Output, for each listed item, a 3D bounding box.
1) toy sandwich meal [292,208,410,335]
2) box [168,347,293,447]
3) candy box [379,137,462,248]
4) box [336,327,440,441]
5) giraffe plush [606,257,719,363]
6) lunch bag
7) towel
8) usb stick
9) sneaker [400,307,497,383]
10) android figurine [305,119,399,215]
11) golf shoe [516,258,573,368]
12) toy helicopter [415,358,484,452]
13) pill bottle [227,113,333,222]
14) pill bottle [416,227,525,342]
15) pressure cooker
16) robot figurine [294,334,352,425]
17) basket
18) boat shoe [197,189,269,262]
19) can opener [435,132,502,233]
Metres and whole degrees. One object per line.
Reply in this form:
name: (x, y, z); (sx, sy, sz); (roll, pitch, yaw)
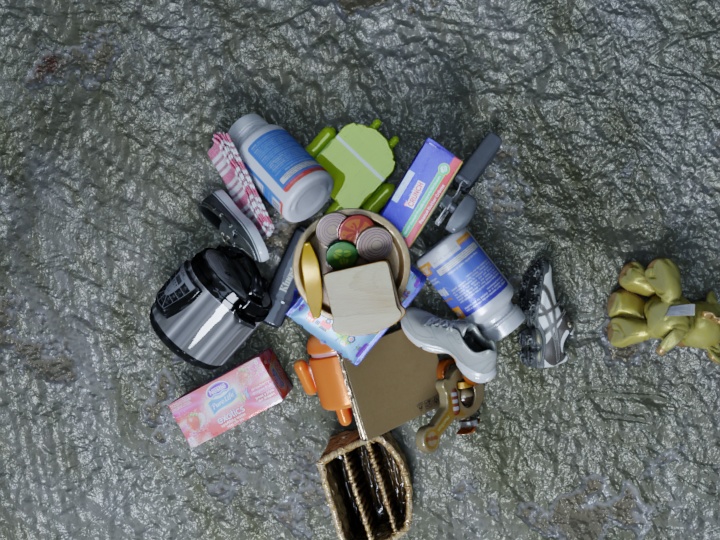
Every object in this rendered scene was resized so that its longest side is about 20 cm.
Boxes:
toy sandwich meal: (-0.012, 0.006, 1.176); (0.205, 0.070, 0.206); (-1, 104, -3)
box: (-0.241, 0.237, 1.430); (0.200, 0.103, 0.095); (-29, 91, 8)
candy box: (0.101, -0.132, 1.314); (0.077, 0.200, 0.169); (33, 97, 3)
box: (0.063, 0.193, 1.374); (0.200, 0.021, 0.164); (-18, 93, -33)
giraffe plush: (0.551, 0.080, 1.319); (0.162, 0.200, 0.173); (18, 93, -25)
lunch bag: (-0.001, 0.031, 1.253); (0.150, 0.094, 0.200); (37, 114, -12)
towel: (-0.220, -0.143, 1.377); (0.030, 0.146, 0.200); (-27, 92, -17)
usb stick: (-0.136, 0.013, 1.435); (0.055, 0.033, 0.200); (26, 96, 4)
sneaker: (0.161, 0.108, 1.340); (0.200, 0.076, 0.092); (31, 141, 23)
android figurine: (-0.016, -0.186, 1.402); (0.182, 0.041, 0.200); (42, 100, 2)
golf shoe: (0.339, 0.077, 1.379); (0.094, 0.078, 0.200); (2, 97, -12)
toy helicopter: (0.163, 0.257, 1.363); (0.079, 0.200, 0.132); (-7, 118, 46)
pill bottle: (-0.149, -0.189, 1.361); (0.112, 0.112, 0.200); (-46, 68, 8)
pill bottle: (0.201, 0.029, 1.361); (0.112, 0.112, 0.200); (-38, 90, 8)
pressure cooker: (-0.259, 0.055, 1.380); (0.176, 0.179, 0.200); (44, 101, 2)
robot figurine: (-0.034, 0.178, 1.396); (0.144, 0.117, 0.200); (-12, 94, 39)
basket: (0.020, 0.398, 1.392); (0.142, 0.149, 0.200); (-15, 92, 7)
boat shoe: (-0.230, -0.073, 1.380); (0.057, 0.069, 0.200); (-30, 50, -17)
can opener: (0.199, -0.150, 1.342); (0.067, 0.053, 0.200); (34, 74, 10)
